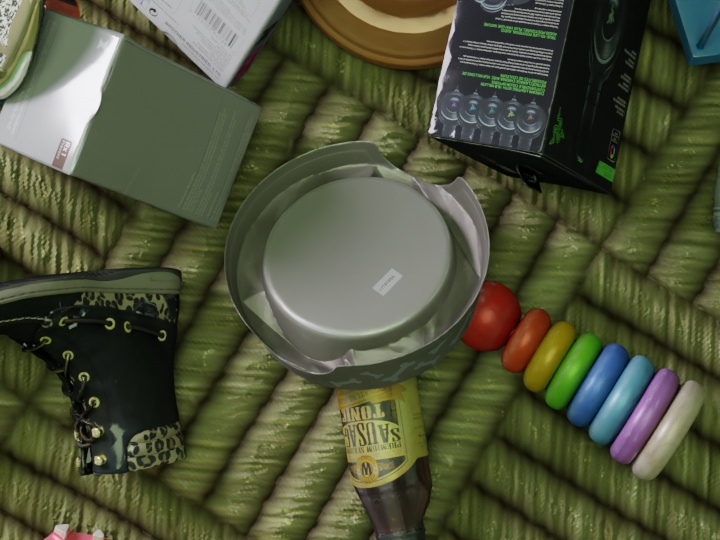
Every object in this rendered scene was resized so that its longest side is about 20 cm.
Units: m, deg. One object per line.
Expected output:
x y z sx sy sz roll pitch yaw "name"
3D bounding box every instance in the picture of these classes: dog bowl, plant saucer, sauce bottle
0.000 0.000 1.412 0.198 0.059 0.202 -4 57 6 "dog bowl"
0.040 -0.259 1.473 0.198 0.037 0.202 0 88 2 "plant saucer"
0.022 0.140 1.442 0.065 0.066 0.202 -11 86 1 "sauce bottle"

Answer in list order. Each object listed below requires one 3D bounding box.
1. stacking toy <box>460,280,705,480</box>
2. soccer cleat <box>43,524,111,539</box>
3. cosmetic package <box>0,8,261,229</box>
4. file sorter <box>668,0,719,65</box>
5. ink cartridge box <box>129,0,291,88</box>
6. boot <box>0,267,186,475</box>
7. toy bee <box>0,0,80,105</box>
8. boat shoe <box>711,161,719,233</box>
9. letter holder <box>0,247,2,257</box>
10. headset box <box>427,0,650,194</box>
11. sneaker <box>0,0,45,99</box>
0.158 0.072 1.437 0.199 0.085 0.086 33 89 7 "stacking toy"
-0.156 0.250 1.452 0.198 0.067 0.077 12 119 -3 "soccer cleat"
-0.166 -0.107 1.384 0.090 0.200 0.108 22 88 31 "cosmetic package"
0.293 -0.273 1.382 0.137 0.123 0.202 -8 68 -12 "file sorter"
-0.099 -0.238 1.408 0.119 0.200 0.042 43 51 3 "ink cartridge box"
-0.215 0.079 1.412 0.202 0.073 0.155 -6 92 -38 "boot"
-0.301 -0.177 1.446 0.199 0.131 0.109 -27 62 11 "toy bee"
0.367 -0.062 1.438 0.199 0.070 0.072 -1 91 4 "boat shoe"
-0.398 0.013 1.444 0.198 0.101 0.143 21 90 3 "letter holder"
0.136 -0.159 1.388 0.092 0.174 0.202 12 87 24 "headset box"
-0.288 -0.155 1.316 0.088 0.200 0.077 22 49 -34 "sneaker"
